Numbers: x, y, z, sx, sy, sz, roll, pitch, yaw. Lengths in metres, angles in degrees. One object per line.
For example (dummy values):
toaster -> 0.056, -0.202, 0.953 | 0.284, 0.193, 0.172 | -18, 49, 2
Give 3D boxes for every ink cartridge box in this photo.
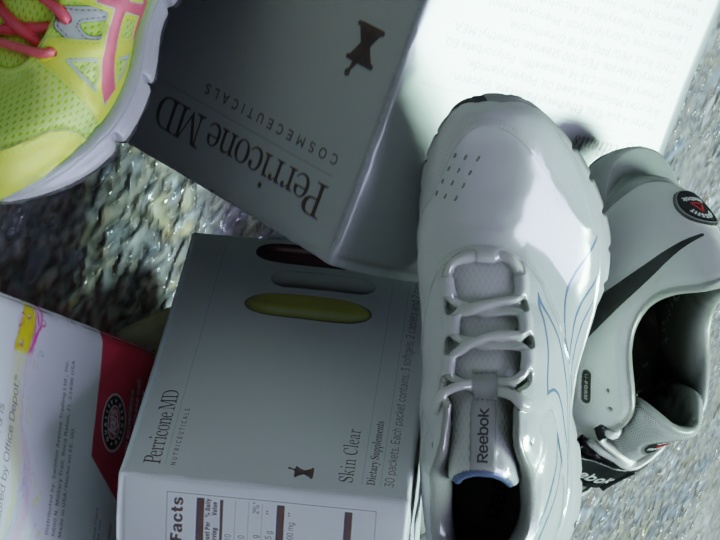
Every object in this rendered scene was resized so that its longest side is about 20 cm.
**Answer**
ink cartridge box -> -0.166, 0.080, 1.033 | 0.200, 0.085, 0.148 | 27, 68, -60

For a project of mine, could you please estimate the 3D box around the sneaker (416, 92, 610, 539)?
sneaker -> 0.054, 0.034, 1.033 | 0.087, 0.074, 0.201 | -56, 144, -71

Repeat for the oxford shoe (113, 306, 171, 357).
oxford shoe -> -0.102, 0.094, 1.282 | 0.075, 0.070, 0.200 | -7, 128, -28

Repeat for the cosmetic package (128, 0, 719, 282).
cosmetic package -> 0.029, -0.110, 1.136 | 0.165, 0.165, 0.201 | 11, 103, -43

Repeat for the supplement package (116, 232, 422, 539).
supplement package -> -0.032, 0.100, 1.127 | 0.200, 0.110, 0.156 | -81, 175, -62

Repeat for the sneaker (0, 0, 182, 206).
sneaker -> -0.110, -0.117, 1.038 | 0.200, 0.078, 0.090 | -61, 148, -18

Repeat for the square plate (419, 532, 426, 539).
square plate -> 0.007, 0.243, 1.262 | 0.200, 0.028, 0.199 | -30, 110, -12

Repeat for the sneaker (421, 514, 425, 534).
sneaker -> 0.010, 0.051, 1.443 | 0.200, 0.075, 0.106 | 74, 35, -54

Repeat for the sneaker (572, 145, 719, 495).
sneaker -> 0.091, 0.057, 1.110 | 0.074, 0.089, 0.200 | -4, 129, -38
